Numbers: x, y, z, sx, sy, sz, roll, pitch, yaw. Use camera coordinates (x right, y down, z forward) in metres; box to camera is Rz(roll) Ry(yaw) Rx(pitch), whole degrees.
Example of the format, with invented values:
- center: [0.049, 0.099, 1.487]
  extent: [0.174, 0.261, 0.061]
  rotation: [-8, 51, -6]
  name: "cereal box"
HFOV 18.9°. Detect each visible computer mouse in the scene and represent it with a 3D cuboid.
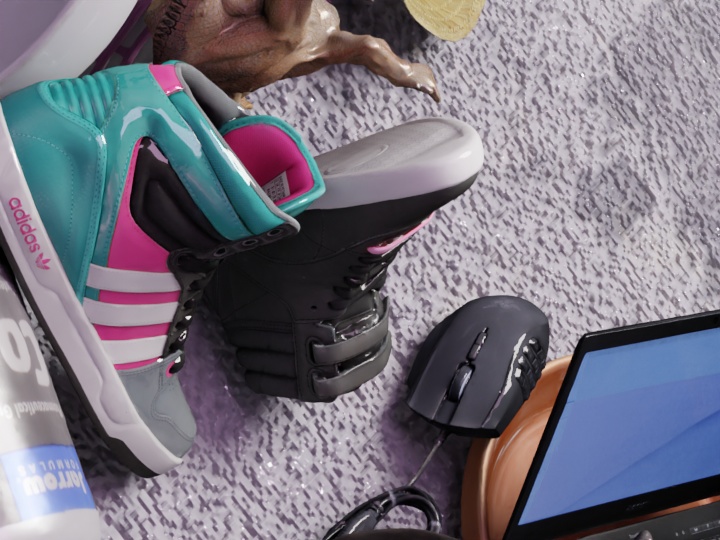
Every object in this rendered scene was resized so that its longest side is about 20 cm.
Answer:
- center: [0.032, 0.072, 0.981]
  extent: [0.058, 0.034, 0.200]
  rotation: [17, 45, 19]
  name: "computer mouse"

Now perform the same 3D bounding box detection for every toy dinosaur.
- center: [-0.054, -0.098, 0.902]
  extent: [0.200, 0.135, 0.086]
  rotation: [42, 26, -69]
  name: "toy dinosaur"

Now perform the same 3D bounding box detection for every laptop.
- center: [0.162, 0.128, 0.986]
  extent: [0.177, 0.103, 0.201]
  rotation: [-8, 73, -39]
  name: "laptop"

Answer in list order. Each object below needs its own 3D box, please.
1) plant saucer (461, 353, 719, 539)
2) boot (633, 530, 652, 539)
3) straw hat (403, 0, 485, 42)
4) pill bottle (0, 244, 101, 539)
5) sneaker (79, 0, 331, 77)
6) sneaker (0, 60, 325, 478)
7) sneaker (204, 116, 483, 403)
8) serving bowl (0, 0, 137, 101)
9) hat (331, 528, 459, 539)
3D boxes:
- center: [0.128, 0.139, 1.045]
  extent: [0.200, 0.032, 0.201]
  rotation: [18, 58, -30]
  name: "plant saucer"
- center: [0.128, 0.232, 0.905]
  extent: [0.200, 0.174, 0.069]
  rotation: [50, 3, -5]
  name: "boot"
- center: [0.002, -0.208, 1.073]
  extent: [0.201, 0.085, 0.202]
  rotation: [-1, 90, -69]
  name: "straw hat"
- center: [-0.162, 0.072, 0.793]
  extent: [0.114, 0.114, 0.200]
  rotation: [-12, 76, -41]
  name: "pill bottle"
- center: [-0.095, -0.147, 0.987]
  extent: [0.200, 0.080, 0.089]
  rotation: [-16, 73, -47]
  name: "sneaker"
- center: [-0.069, -0.007, 0.850]
  extent: [0.200, 0.120, 0.084]
  rotation: [70, -4, -46]
  name: "sneaker"
- center: [0.000, 0.000, 0.910]
  extent: [0.071, 0.200, 0.099]
  rotation: [-29, 98, -36]
  name: "sneaker"
- center: [-0.151, -0.140, 0.869]
  extent: [0.066, 0.200, 0.201]
  rotation: [29, 49, -54]
  name: "serving bowl"
- center: [0.005, 0.208, 0.862]
  extent: [0.081, 0.200, 0.201]
  rotation: [56, 29, -60]
  name: "hat"
